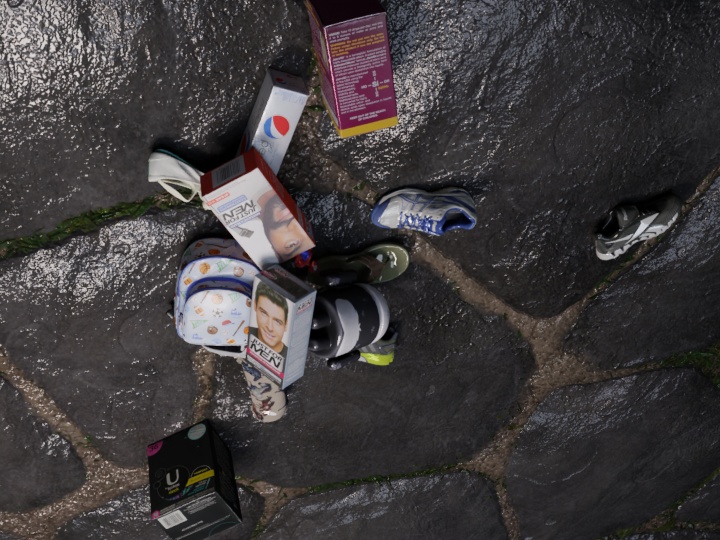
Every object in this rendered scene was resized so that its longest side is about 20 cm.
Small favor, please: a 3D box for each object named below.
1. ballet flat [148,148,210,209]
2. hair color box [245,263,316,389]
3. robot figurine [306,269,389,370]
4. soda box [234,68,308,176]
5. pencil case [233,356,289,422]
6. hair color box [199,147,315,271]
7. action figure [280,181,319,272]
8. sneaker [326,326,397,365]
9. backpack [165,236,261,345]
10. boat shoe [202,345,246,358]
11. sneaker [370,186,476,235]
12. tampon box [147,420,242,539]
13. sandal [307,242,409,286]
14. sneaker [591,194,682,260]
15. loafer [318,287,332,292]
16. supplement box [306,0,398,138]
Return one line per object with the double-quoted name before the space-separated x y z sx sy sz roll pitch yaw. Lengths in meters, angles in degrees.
"ballet flat" -0.275 -0.141 1.605 0.199 0.070 0.070 22 119 -27
"hair color box" -0.143 0.100 1.647 0.061 0.099 0.201 -30 142 -43
"robot figurine" -0.037 0.093 1.740 0.200 0.125 0.150 -15 148 -44
"soda box" -0.155 -0.231 1.571 0.063 0.068 0.200 12 124 -24
"pencil case" -0.200 0.227 1.924 0.089 0.078 0.201 -3 130 4
"hair color box" -0.173 -0.099 1.588 0.111 0.064 0.200 -26 133 11
"action figure" -0.120 -0.069 1.716 0.051 0.066 0.200 -11 132 15
"sneaker" -0.012 0.141 1.923 0.199 0.074 0.081 5 120 -29
"backpack" -0.257 0.039 1.716 0.199 0.154 0.191 -1 118 -12
"boat shoe" -0.214 0.137 1.807 0.199 0.068 0.072 7 90 16
"sneaker" 0.121 -0.105 1.742 0.199 0.088 0.076 -10 132 -7
"tampon box" -0.354 0.451 1.980 0.149 0.200 0.126 -25 130 3
"sandal" -0.001 0.001 1.802 0.200 0.057 0.080 -13 113 -4
"sneaker" 0.553 -0.101 1.886 0.200 0.067 0.091 -33 132 14
"loafer" -0.072 0.085 1.851 0.199 0.070 0.075 -25 131 5
"supplement box" -0.012 -0.335 1.489 0.103 0.131 0.201 -15 131 -6
